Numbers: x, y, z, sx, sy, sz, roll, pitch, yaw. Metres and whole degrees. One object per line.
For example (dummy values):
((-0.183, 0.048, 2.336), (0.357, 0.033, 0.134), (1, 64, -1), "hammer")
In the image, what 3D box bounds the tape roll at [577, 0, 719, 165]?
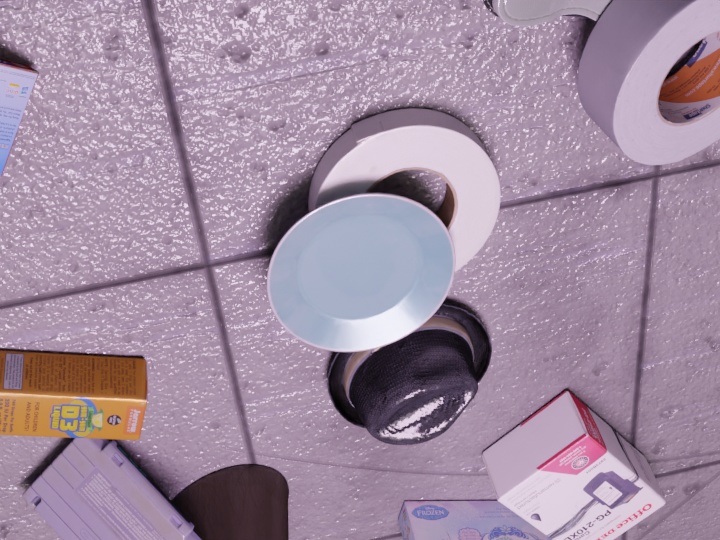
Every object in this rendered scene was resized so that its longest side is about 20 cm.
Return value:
((0.306, -0.199, 1.030), (0.198, 0.066, 0.202), (-18, 140, -16), "tape roll")

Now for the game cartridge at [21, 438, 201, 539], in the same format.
((-0.278, 0.286, 1.245), (0.130, 0.038, 0.200), (-44, 90, 16), "game cartridge")

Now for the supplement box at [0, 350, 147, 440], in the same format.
((-0.328, 0.132, 1.157), (0.197, 0.069, 0.067), (3, 128, -19), "supplement box")

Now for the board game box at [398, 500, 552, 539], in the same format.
((0.164, 0.383, 1.384), (0.197, 0.200, 0.044), (3, 128, -16), "board game box")

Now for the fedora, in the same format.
((0.064, 0.134, 1.237), (0.198, 0.092, 0.203), (-7, 128, -9), "fedora")

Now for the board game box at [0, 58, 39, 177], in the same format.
((-0.356, -0.134, 0.888), (0.199, 0.019, 0.104), (1, 115, -62), "board game box")

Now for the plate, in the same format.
((0.000, 0.000, 1.117), (0.197, 0.026, 0.202), (-7, 129, -8), "plate")

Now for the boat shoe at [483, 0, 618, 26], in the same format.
((0.194, -0.265, 0.988), (0.198, 0.060, 0.076), (-5, 127, -28), "boat shoe")

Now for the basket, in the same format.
((-0.152, 0.362, 1.289), (0.179, 0.201, 0.136), (-35, 127, 15), "basket")

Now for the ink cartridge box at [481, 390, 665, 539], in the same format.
((0.275, 0.267, 1.396), (0.144, 0.085, 0.200), (-39, 126, 17), "ink cartridge box")

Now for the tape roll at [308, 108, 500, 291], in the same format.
((0.044, -0.069, 1.115), (0.200, 0.037, 0.205), (-6, 127, -8), "tape roll")
